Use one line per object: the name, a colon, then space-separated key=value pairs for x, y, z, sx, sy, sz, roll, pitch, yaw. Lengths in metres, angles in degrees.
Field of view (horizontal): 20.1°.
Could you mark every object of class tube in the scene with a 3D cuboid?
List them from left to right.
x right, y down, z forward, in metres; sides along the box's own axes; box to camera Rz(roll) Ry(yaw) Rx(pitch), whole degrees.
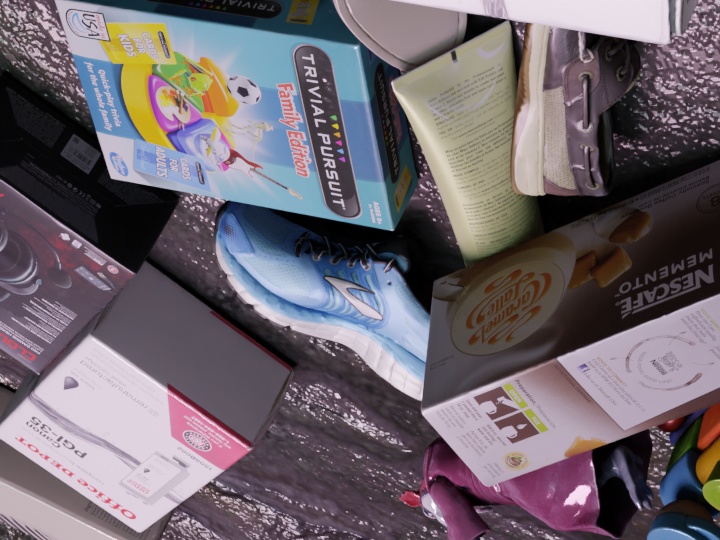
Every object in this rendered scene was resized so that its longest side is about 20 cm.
tube: x=0.074 y=-0.055 z=1.201 sx=0.052 sy=0.058 sz=0.201 roll=7 pitch=141 yaw=25

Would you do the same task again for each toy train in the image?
toy train: x=0.239 y=0.096 z=1.224 sx=0.084 sy=0.116 sz=0.200 roll=28 pitch=143 yaw=-2

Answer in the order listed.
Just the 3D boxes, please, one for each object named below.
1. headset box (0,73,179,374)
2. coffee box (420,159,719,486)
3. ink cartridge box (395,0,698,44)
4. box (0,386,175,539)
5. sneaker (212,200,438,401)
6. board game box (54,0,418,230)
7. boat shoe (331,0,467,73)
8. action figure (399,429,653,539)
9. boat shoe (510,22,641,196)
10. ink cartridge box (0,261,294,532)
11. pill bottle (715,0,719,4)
headset box: x=-0.239 y=-0.024 z=1.413 sx=0.149 sy=0.077 sz=0.200 roll=36 pitch=141 yaw=-12
coffee box: x=0.141 y=0.031 z=1.164 sx=0.199 sy=0.115 sz=0.080 roll=-23 pitch=126 yaw=26
ink cartridge box: x=0.073 y=-0.193 z=0.961 sx=0.199 sy=0.146 sz=0.085 roll=13 pitch=139 yaw=18
box: x=-0.249 y=0.169 z=1.643 sx=0.199 sy=0.082 sz=0.068 roll=27 pitch=144 yaw=3
sneaker: x=0.000 y=0.000 z=1.315 sx=0.199 sy=0.079 sz=0.090 roll=28 pitch=124 yaw=-6
board game box: x=-0.073 y=-0.108 z=1.235 sx=0.199 sy=0.047 sz=0.151 roll=11 pitch=140 yaw=21
boat shoe: x=-0.010 y=-0.191 z=1.106 sx=0.200 sy=0.073 sz=0.063 roll=48 pitch=-178 yaw=-34
action figure: x=0.094 y=0.130 z=1.340 sx=0.199 sy=0.134 sz=0.149 roll=-17 pitch=124 yaw=40
boat shoe: x=0.119 y=-0.116 z=1.096 sx=0.064 sy=0.074 sz=0.200 roll=9 pitch=144 yaw=6
ink cartridge box: x=-0.163 y=0.097 z=1.502 sx=0.146 sy=0.083 sz=0.200 roll=36 pitch=142 yaw=-11
pill bottle: x=0.265 y=-0.157 z=0.914 sx=0.199 sy=0.111 sz=0.111 roll=13 pitch=141 yaw=18
